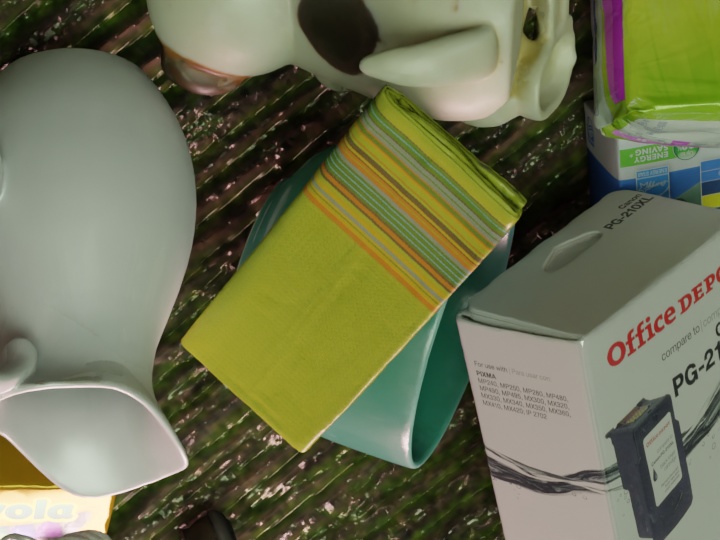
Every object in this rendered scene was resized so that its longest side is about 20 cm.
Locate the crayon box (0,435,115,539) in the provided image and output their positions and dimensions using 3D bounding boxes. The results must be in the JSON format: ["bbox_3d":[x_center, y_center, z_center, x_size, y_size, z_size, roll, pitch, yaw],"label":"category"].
[{"bbox_3d":[-0.197,0.134,1.384,0.125,0.052,0.201,1,136,-14],"label":"crayon box"}]

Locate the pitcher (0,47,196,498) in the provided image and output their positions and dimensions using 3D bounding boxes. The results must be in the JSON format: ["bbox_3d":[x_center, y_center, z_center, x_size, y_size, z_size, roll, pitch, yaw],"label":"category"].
[{"bbox_3d":[-0.152,-0.013,1.281,0.121,0.201,0.171,-18,149,26],"label":"pitcher"}]

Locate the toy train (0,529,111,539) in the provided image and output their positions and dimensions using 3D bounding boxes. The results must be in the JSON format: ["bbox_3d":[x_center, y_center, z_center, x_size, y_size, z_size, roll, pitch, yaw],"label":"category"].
[{"bbox_3d":[-0.186,0.173,1.355,0.149,0.056,0.201,-3,141,-11],"label":"toy train"}]

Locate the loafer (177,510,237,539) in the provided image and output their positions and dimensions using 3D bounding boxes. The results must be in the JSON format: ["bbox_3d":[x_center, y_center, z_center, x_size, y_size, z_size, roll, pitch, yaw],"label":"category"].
[{"bbox_3d":[-0.096,0.228,1.479,0.071,0.073,0.201,-2,112,-14],"label":"loafer"}]

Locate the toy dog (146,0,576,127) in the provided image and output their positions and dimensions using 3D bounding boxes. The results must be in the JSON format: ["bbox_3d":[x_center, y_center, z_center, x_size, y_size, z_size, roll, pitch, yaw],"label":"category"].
[{"bbox_3d":[-0.007,-0.130,1.301,0.199,0.194,0.140,9,129,18],"label":"toy dog"}]

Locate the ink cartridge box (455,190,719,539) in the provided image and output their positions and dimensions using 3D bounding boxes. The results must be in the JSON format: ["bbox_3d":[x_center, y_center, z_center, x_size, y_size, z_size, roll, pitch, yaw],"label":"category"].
[{"bbox_3d":[0.140,0.081,1.372,0.145,0.084,0.201,-35,123,-38],"label":"ink cartridge box"}]

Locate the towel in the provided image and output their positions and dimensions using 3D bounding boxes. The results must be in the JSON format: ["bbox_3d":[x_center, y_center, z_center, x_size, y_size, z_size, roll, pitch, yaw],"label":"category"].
[{"bbox_3d":[-0.006,0.002,1.260,0.086,0.018,0.200,43,130,2],"label":"towel"}]

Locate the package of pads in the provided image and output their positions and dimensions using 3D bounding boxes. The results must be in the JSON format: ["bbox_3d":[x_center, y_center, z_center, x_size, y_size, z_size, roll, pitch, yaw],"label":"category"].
[{"bbox_3d":[0.216,-0.139,1.375,0.199,0.068,0.156,0,81,-14],"label":"package of pads"}]

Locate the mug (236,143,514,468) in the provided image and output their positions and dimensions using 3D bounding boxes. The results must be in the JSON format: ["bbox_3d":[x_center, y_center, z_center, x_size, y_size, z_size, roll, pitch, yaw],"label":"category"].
[{"bbox_3d":[0.003,-0.001,1.359,0.114,0.152,0.186,19,126,13],"label":"mug"}]

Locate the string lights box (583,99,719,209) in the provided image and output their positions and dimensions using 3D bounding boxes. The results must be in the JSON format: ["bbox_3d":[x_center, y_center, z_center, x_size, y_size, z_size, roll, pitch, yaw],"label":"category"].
[{"bbox_3d":[0.183,0.001,1.462,0.102,0.059,0.201,-11,115,-11],"label":"string lights box"}]
